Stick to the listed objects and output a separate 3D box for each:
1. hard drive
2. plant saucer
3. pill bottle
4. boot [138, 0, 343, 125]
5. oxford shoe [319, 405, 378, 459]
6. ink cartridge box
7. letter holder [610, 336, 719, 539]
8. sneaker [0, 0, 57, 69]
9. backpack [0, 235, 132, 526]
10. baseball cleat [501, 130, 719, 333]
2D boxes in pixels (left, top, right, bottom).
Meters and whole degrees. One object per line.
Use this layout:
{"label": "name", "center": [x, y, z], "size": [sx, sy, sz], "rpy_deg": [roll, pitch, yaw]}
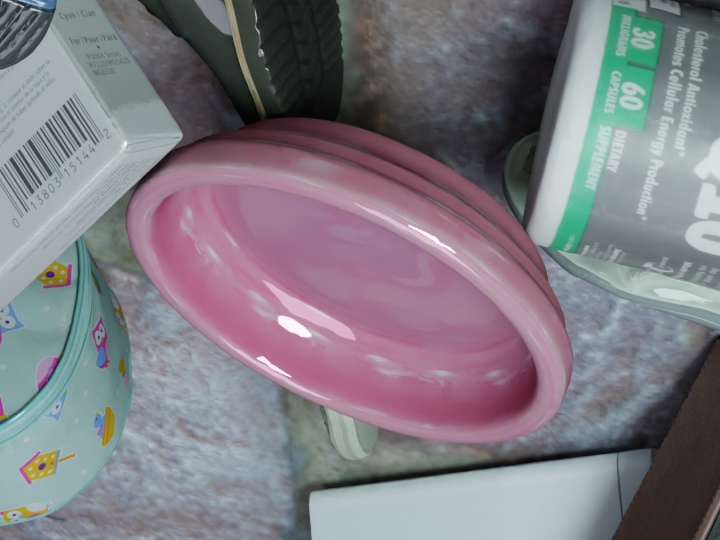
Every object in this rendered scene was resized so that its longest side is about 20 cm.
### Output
{"label": "hard drive", "center": [0.070, 0.171, 1.318], "size": [0.200, 0.132, 0.027], "rpy_deg": [-10, 169, 26]}
{"label": "plant saucer", "center": [0.000, 0.000, 1.054], "size": [0.200, 0.051, 0.201], "rpy_deg": [20, 153, 11]}
{"label": "pill bottle", "center": [0.175, -0.044, 1.031], "size": [0.200, 0.113, 0.113], "rpy_deg": [12, 142, 0]}
{"label": "boot", "center": [-0.096, -0.132, 1.042], "size": [0.138, 0.077, 0.200], "rpy_deg": [-2, 128, 25]}
{"label": "oxford shoe", "center": [-0.001, 0.024, 1.204], "size": [0.058, 0.075, 0.200], "rpy_deg": [-14, 141, -5]}
{"label": "ink cartridge box", "center": [-0.191, -0.067, 1.041], "size": [0.200, 0.045, 0.176], "rpy_deg": [-40, 79, 31]}
{"label": "letter holder", "center": [0.185, 0.154, 1.172], "size": [0.101, 0.142, 0.200], "rpy_deg": [25, 97, -14]}
{"label": "sneaker", "center": [-0.168, -0.173, 0.948], "size": [0.076, 0.077, 0.200], "rpy_deg": [-21, 103, 3]}
{"label": "backpack", "center": [-0.214, 0.038, 1.190], "size": [0.200, 0.176, 0.153], "rpy_deg": [-4, 139, 5]}
{"label": "baseball cleat", "center": [0.153, 0.003, 1.131], "size": [0.200, 0.070, 0.106], "rpy_deg": [27, 167, 6]}
